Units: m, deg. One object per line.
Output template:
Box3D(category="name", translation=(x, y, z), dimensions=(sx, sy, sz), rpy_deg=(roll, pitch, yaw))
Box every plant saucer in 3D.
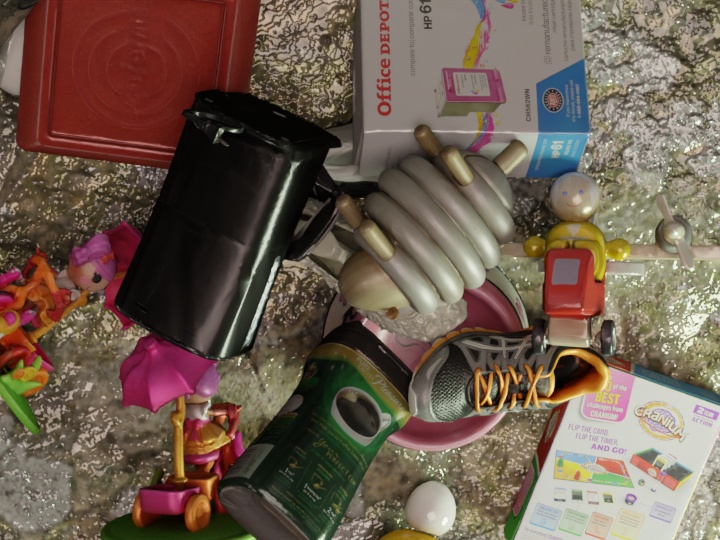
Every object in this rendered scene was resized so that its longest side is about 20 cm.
Box3D(category="plant saucer", translation=(-0.192, -0.177, 1.604), dimensions=(0.198, 0.037, 0.201), rpy_deg=(7, 116, -5))

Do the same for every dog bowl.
Box3D(category="dog bowl", translation=(0.064, 0.077, 1.727), dimensions=(0.198, 0.074, 0.202), rpy_deg=(-1, 103, -4))

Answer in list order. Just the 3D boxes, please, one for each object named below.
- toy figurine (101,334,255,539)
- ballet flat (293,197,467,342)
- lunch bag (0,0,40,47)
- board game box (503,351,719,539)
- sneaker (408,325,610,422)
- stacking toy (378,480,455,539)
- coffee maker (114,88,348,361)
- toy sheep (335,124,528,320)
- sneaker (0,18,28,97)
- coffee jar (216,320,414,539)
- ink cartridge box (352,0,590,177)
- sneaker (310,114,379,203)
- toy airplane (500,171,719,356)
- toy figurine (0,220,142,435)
Box3D(category="toy figurine", translation=(-0.149, 0.137, 1.670), dimensions=(0.149, 0.200, 0.186), rpy_deg=(1, 98, 25))
Box3D(category="ballet flat", translation=(0.000, 0.000, 1.648), dimensions=(0.199, 0.072, 0.072), rpy_deg=(31, 101, 12))
Box3D(category="lunch bag", translation=(-0.374, -0.257, 1.560), dimensions=(0.167, 0.139, 0.201), rpy_deg=(-38, 77, 6))
Box3D(category="board game box", translation=(0.242, 0.190, 1.783), dimensions=(0.152, 0.040, 0.202), rpy_deg=(20, 101, -8))
Box3D(category="sneaker", translation=(0.132, 0.092, 1.644), dimensions=(0.198, 0.077, 0.079), rpy_deg=(-15, 115, -27))
Box3D(category="stacking toy", translation=(0.042, 0.295, 1.764), dimensions=(0.145, 0.146, 0.202), rpy_deg=(18, 86, -8))
Box3D(category="coffee maker", translation=(-0.125, -0.039, 1.558), dimensions=(0.191, 0.134, 0.202), rpy_deg=(6, 111, -51))
Box3D(category="toy sheep", translation=(0.063, -0.041, 1.565), dimensions=(0.200, 0.138, 0.138), rpy_deg=(-39, 103, -1))
Box3D(category="sneaker", translation=(-0.264, -0.243, 1.631), dimensions=(0.088, 0.074, 0.201), rpy_deg=(17, 112, -9))
Box3D(category="coffee jar", translation=(-0.031, 0.143, 1.612), dimensions=(0.104, 0.085, 0.201), rpy_deg=(45, 58, -15))
Box3D(category="ink cartridge box", translation=(0.093, -0.163, 1.634), dimensions=(0.198, 0.085, 0.146), rpy_deg=(0, 67, -3))
Box3D(category="sneaker", translation=(-0.014, -0.104, 1.688), dimensions=(0.198, 0.074, 0.080), rpy_deg=(4, 72, 1))
Box3D(category="toy airplane", translation=(0.195, -0.021, 1.652), dimensions=(0.198, 0.199, 0.143), rpy_deg=(-15, 111, -28))
Box3D(category="toy figurine", translation=(-0.264, 0.022, 1.651), dimensions=(0.183, 0.200, 0.150), rpy_deg=(-36, 65, -7))
